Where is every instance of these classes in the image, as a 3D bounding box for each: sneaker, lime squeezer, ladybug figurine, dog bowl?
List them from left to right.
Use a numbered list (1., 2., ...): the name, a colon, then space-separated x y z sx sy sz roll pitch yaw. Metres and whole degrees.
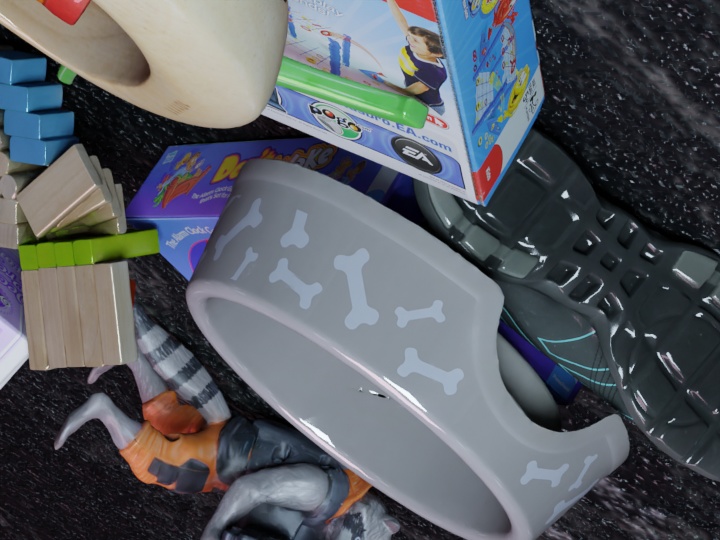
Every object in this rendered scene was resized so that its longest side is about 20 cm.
1. ladybug figurine: -0.103 -0.126 0.906 0.200 0.072 0.136 37 165 -12
2. lime squeezer: -0.068 -0.084 1.026 0.199 0.038 0.070 9 180 44
3. dog bowl: 0.013 0.040 1.128 0.200 0.059 0.200 34 165 11
4. sneaker: 0.098 0.008 1.107 0.200 0.075 0.079 44 171 -11

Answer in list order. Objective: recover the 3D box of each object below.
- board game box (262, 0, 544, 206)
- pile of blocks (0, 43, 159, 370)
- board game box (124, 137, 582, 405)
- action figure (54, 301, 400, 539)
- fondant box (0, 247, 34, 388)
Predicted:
1. board game box: -0.039 -0.129 0.996 0.199 0.056 0.196 24 157 21
2. pile of blocks: -0.137 -0.046 1.261 0.082 0.062 0.201 -33 77 36
3. board game box: 0.000 0.000 1.235 0.134 0.045 0.200 45 155 -29
4. action figure: -0.066 0.109 1.491 0.193 0.105 0.200 29 -176 -4
5. fondant box: -0.225 -0.027 1.330 0.144 0.058 0.200 40 -166 -20
